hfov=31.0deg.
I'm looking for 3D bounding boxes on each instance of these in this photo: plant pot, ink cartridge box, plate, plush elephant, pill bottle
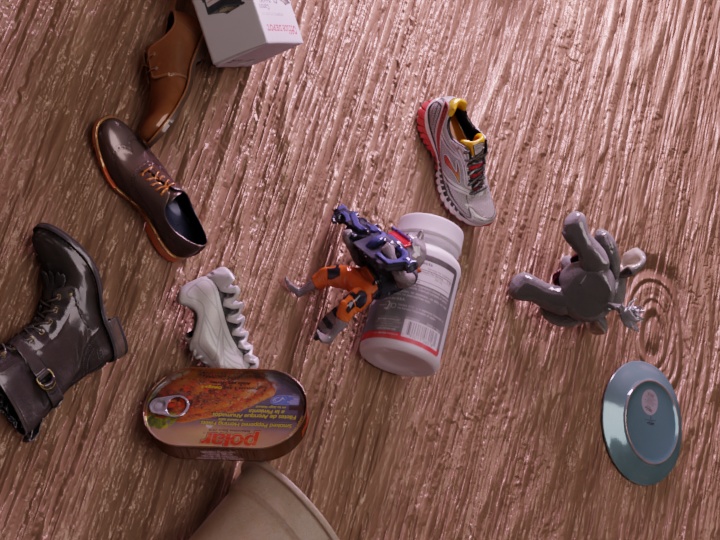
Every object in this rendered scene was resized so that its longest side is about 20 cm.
[{"bbox_3d":[-0.137,0.357,1.523,0.183,0.200,0.202,-38,106,-24],"label":"plant pot"},{"bbox_3d":[-0.158,-0.370,1.656,0.146,0.082,0.203,-31,103,-71],"label":"ink cartridge box"},{"bbox_3d":[0.466,0.247,2.111,0.198,0.025,0.204,8,77,-36],"label":"plate"},{"bbox_3d":[0.353,0.018,1.996,0.199,0.155,0.166,35,101,8],"label":"plush elephant"},{"bbox_3d":[0.074,0.033,1.783,0.113,0.113,0.203,29,65,-31],"label":"pill bottle"}]

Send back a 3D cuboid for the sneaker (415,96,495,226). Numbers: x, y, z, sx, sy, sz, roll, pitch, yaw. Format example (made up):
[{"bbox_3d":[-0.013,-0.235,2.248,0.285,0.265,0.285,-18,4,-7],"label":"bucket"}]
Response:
[{"bbox_3d":[0.150,-0.158,1.899,0.077,0.082,0.202,-31,102,-37],"label":"sneaker"}]

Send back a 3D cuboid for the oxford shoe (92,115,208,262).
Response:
[{"bbox_3d":[-0.249,-0.105,1.577,0.071,0.072,0.201,-45,109,-34],"label":"oxford shoe"}]

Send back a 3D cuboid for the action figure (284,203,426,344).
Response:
[{"bbox_3d":[0.000,0.000,1.720,0.192,0.200,0.105,-28,125,-7],"label":"action figure"}]

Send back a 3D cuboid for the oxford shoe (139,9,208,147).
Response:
[{"bbox_3d":[-0.245,-0.239,1.613,0.071,0.071,0.202,31,52,-25],"label":"oxford shoe"}]

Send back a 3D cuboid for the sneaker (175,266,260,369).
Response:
[{"bbox_3d":[-0.172,0.102,1.611,0.080,0.075,0.203,-18,95,-19],"label":"sneaker"}]

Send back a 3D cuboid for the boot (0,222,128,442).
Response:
[{"bbox_3d":[-0.363,0.067,1.457,0.174,0.069,0.202,-37,107,-37],"label":"boot"}]

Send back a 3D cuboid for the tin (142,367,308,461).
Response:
[{"bbox_3d":[-0.158,0.172,1.539,0.042,0.197,0.113,83,12,-45],"label":"tin"}]
